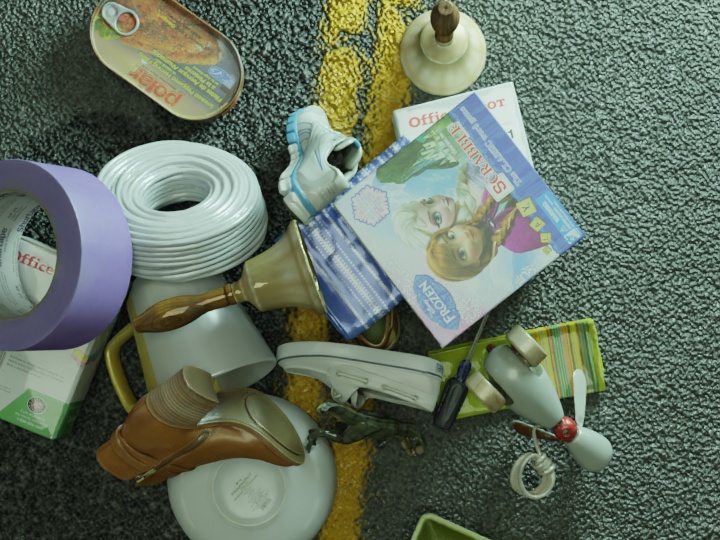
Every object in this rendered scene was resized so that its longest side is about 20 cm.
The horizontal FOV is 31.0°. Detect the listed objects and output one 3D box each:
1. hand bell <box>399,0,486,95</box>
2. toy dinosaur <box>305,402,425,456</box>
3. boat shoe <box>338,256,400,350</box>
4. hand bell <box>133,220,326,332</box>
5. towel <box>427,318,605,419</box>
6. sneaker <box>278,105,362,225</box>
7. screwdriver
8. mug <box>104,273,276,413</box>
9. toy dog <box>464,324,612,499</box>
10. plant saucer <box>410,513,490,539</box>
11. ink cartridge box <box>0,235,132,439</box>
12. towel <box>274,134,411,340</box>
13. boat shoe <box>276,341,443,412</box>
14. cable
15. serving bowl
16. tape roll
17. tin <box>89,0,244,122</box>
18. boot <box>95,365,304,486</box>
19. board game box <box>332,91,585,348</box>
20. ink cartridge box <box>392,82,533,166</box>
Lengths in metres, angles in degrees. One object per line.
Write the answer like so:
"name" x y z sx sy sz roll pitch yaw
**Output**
"hand bell" 0.095 -0.266 1.446 0.103 0.200 0.105 0 86 2
"toy dinosaur" -0.011 0.178 1.465 0.088 0.199 0.048 -22 62 34
"boat shoe" 0.000 0.000 1.498 0.075 0.074 0.201 -20 86 1
"hand bell" -0.146 0.028 1.382 0.199 0.104 0.105 -19 86 -1
"towel" 0.182 0.116 1.512 0.198 0.018 0.087 -12 86 2
"sneaker" -0.035 -0.131 1.456 0.086 0.201 0.075 -28 123 19
"screwdriver" 0.129 0.089 1.494 0.028 0.029 0.201 22 91 1
"mug" -0.209 0.075 1.473 0.185 0.149 0.154 -24 78 -6
"toy dog" 0.198 0.146 1.474 0.131 0.096 0.201 -25 109 1
"plant saucer" 0.123 0.404 1.483 0.199 0.048 0.201 23 88 3
"ink cartridge box" -0.373 0.074 1.504 0.144 0.088 0.201 21 89 3
"towel" 0.017 -0.036 1.447 0.200 0.024 0.145 -39 86 3
"boat shoe" -0.005 0.124 1.478 0.198 0.072 0.066 7 74 12
"cable" -0.205 -0.071 1.463 0.198 0.201 0.070 -5 130 -5
"serving bowl" -0.125 0.244 1.484 0.198 0.066 0.202 0 92 -2
"tape roll" -0.347 -0.015 1.386 0.199 0.085 0.202 -2 86 29
"tin" -0.229 -0.256 1.541 0.199 0.042 0.112 36 85 4
"boot" -0.172 0.195 1.408 0.155 0.199 0.077 -42 43 22
"board game box" 0.106 -0.054 1.414 0.199 0.041 0.200 -38 87 1
"ink cartridge box" 0.127 -0.099 1.493 0.145 0.086 0.202 -14 88 3
